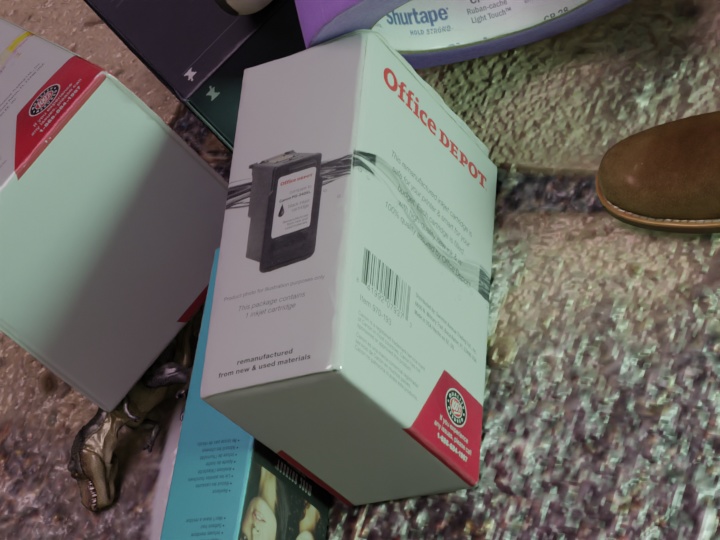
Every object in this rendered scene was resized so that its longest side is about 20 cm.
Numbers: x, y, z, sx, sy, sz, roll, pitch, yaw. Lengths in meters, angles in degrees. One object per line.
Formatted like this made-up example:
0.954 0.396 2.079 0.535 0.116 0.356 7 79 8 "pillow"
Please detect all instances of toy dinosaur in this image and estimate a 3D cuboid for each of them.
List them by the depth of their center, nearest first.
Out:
-0.101 0.049 1.059 0.088 0.047 0.200 12 65 45 "toy dinosaur"

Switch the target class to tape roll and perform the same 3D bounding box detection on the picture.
0.062 -0.168 0.973 0.200 0.200 0.066 -17 82 24 "tape roll"

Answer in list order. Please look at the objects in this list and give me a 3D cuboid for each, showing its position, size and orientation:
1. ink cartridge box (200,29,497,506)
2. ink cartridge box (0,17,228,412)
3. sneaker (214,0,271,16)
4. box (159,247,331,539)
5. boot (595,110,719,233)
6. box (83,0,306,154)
0.000 0.000 0.953 0.083 0.145 0.200 -14 55 29 "ink cartridge box"
-0.186 -0.040 1.078 0.145 0.145 0.200 -51 34 -6 "ink cartridge box"
-0.020 -0.232 1.028 0.093 0.070 0.200 7 63 42 "sneaker"
-0.052 0.088 0.973 0.049 0.082 0.200 -10 57 29 "box"
0.202 -0.068 0.914 0.200 0.075 0.074 -7 59 31 "boot"
-0.054 -0.186 1.139 0.200 0.104 0.182 -44 46 1 "box"
